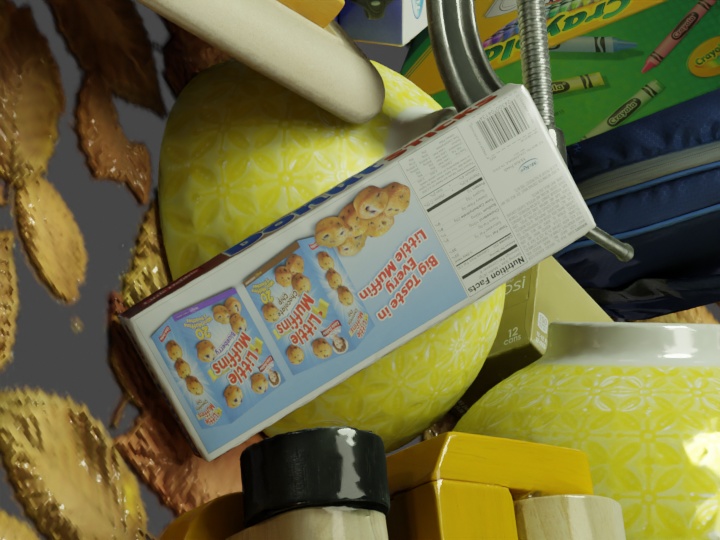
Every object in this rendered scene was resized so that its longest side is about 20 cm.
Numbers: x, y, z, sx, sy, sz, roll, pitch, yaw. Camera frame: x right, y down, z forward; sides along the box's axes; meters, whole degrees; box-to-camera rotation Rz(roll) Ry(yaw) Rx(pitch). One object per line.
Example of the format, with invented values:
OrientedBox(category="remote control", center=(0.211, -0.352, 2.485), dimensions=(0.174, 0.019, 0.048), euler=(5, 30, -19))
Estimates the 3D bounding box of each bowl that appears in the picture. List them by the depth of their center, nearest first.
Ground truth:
OrientedBox(category="bowl", center=(0.123, 0.078, 1.291), dimensions=(0.200, 0.199, 0.108), euler=(2, 88, -56))
OrientedBox(category="bowl", center=(0.011, -0.019, 1.301), dimensions=(0.200, 0.107, 0.201), euler=(34, 46, -44))

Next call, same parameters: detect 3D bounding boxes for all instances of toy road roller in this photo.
OrientedBox(category="toy road roller", center=(0.002, 0.140, 1.137), dimensions=(0.199, 0.146, 0.123), euler=(9, 66, -39))

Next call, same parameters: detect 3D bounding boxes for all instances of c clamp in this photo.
OrientedBox(category="c clamp", center=(0.067, -0.116, 1.316), dimensions=(0.171, 0.027, 0.201), euler=(24, 56, -56))

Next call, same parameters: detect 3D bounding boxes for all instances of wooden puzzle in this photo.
OrientedBox(category="wooden puzzle", center=(-0.081, -0.164, 1.244), dimensions=(0.185, 0.037, 0.200), euler=(28, 23, -48))

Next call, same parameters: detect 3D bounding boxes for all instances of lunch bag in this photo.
OrientedBox(category="lunch bag", center=(0.194, -0.051, 1.512), dimensions=(0.136, 0.199, 0.133), euler=(25, 54, -55))

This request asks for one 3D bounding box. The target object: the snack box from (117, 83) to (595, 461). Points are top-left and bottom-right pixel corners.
OrientedBox(category="snack box", center=(0.000, 0.000, 1.219), dimensions=(0.072, 0.200, 0.024), euler=(62, -11, -13))

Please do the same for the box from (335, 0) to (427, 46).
OrientedBox(category="box", center=(0.032, -0.187, 1.368), dimensions=(0.200, 0.041, 0.120), euler=(-48, 142, -59))

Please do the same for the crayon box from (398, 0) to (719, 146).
OrientedBox(category="crayon box", center=(0.118, -0.124, 1.437), dimensions=(0.058, 0.199, 0.119), euler=(53, 34, -26))

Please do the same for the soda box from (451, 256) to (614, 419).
OrientedBox(category="soda box", center=(0.116, 0.077, 1.442), dimensions=(0.200, 0.068, 0.064), euler=(44, 39, -35))
